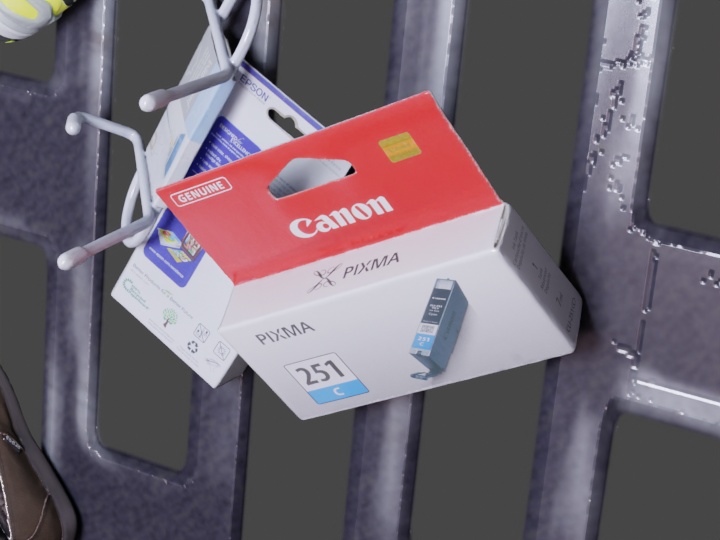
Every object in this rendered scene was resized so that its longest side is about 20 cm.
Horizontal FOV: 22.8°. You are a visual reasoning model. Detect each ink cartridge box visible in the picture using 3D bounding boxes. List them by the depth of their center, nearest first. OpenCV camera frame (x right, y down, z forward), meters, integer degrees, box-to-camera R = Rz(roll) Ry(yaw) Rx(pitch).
[{"bbox_3d":[0.000,0.000,1.037,0.200,0.045,0.176,-17,128,32],"label":"ink cartridge box"},{"bbox_3d":[-0.074,-0.030,1.127,0.099,0.039,0.200,42,121,14],"label":"ink cartridge box"}]

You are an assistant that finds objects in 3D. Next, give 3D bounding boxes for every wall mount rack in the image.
[{"bbox_3d":[-0.128,-0.087,1.074,0.075,0.174,0.200,18,121,-23],"label":"wall mount rack"}]

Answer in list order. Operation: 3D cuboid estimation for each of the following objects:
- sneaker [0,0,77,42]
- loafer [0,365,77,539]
[{"bbox_3d":[-0.236,-0.251,1.145,0.076,0.075,0.200,-17,105,25],"label":"sneaker"},{"bbox_3d":[-0.277,0.122,1.266,0.073,0.071,0.200,-41,82,32],"label":"loafer"}]
